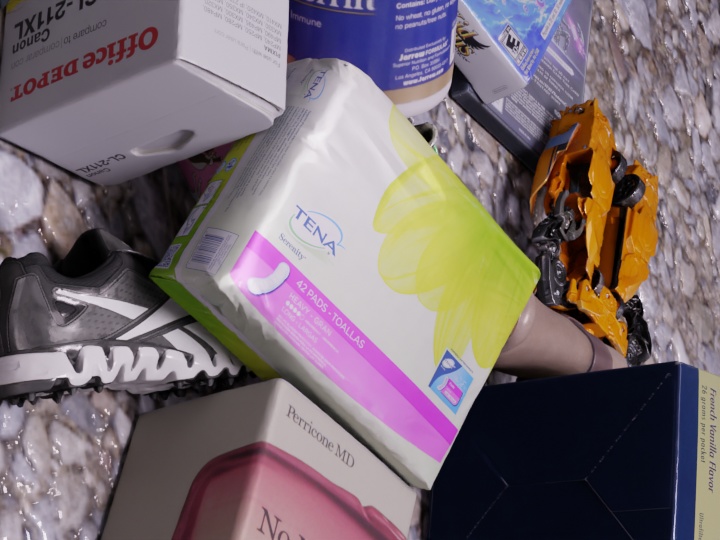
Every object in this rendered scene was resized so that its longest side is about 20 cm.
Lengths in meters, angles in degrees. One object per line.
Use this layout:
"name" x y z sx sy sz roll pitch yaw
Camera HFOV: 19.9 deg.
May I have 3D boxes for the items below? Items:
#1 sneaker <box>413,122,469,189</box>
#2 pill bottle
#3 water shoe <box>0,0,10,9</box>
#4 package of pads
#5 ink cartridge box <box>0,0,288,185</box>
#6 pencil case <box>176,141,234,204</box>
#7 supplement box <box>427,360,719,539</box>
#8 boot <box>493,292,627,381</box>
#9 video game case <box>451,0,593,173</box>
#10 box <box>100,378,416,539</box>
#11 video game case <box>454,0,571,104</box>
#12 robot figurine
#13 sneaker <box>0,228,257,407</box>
"sneaker" 0.022 -0.061 1.291 0.199 0.088 0.078 17 64 -49
"pill bottle" 0.003 -0.197 1.185 0.116 0.115 0.201 -40 140 -52
"water shoe" -0.257 -0.180 1.000 0.199 0.071 0.079 22 33 -46
"package of pads" 0.000 0.000 1.112 0.200 0.068 0.155 45 63 -33
"ink cartridge box" -0.114 -0.166 1.100 0.083 0.145 0.202 24 58 -45
"pencil case" -0.056 -0.044 1.179 0.201 0.086 0.083 67 26 -11
"supplement box" 0.181 0.153 1.306 0.199 0.199 0.135 20 69 -42
"boot" 0.109 0.041 1.298 0.146 0.200 0.071 28 90 -23
"video game case" 0.125 -0.176 1.533 0.143 0.019 0.201 38 48 -40
"box" -0.063 0.179 1.069 0.128 0.108 0.201 42 47 -35
"video game case" 0.083 -0.250 1.460 0.181 0.045 0.201 48 45 -21
"robot figurine" 0.163 -0.015 1.461 0.145 0.058 0.201 46 44 -34
"sneaker" -0.119 0.022 1.090 0.199 0.066 0.091 0 79 -51
